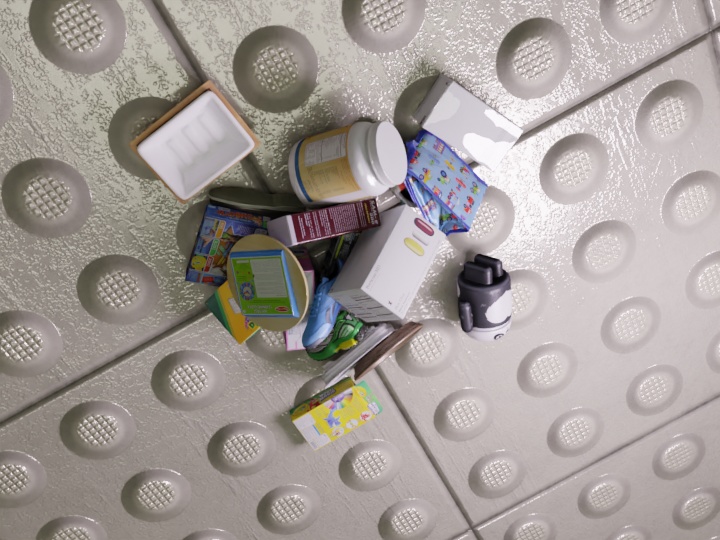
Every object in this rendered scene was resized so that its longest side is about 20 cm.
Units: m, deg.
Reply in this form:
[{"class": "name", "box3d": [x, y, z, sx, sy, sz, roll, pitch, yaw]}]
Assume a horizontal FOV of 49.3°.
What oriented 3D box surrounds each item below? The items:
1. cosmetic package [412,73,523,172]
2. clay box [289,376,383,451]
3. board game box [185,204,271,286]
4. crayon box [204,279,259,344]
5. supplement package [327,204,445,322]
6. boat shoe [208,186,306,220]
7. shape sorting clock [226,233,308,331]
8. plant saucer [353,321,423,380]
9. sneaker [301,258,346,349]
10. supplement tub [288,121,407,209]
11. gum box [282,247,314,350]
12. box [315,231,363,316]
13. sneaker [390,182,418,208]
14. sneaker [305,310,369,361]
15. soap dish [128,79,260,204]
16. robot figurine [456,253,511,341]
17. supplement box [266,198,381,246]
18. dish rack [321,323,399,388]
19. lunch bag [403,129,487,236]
[{"class": "cosmetic package", "box3d": [0.221, -0.304, 1.618, 0.200, 0.081, 0.113, 30, 106, -23]}, {"class": "clay box", "box3d": [-0.056, 0.340, 1.893, 0.200, 0.048, 0.115, -30, 119, 1]}, {"class": "board game box", "box3d": [-0.274, -0.042, 1.617, 0.135, 0.035, 0.200, 12, 134, -19]}, {"class": "crayon box", "box3d": [-0.217, 0.049, 1.611, 0.119, 0.058, 0.200, 49, 122, 0]}, {"class": "supplement package", "box3d": [0.051, -0.011, 1.572, 0.111, 0.156, 0.200, 35, 70, -19]}, {"class": "boat shoe", "box3d": [-0.213, -0.126, 1.607, 0.201, 0.072, 0.061, 7, 124, -10]}, {"class": "shape sorting clock", "box3d": [-0.181, 0.025, 1.525, 0.039, 0.200, 0.200, -25, 132, -53]}, {"class": "plant saucer", "box3d": [0.058, 0.179, 1.778, 0.200, 0.200, 0.029, -41, 81, 9]}, {"class": "sneaker", "box3d": [-0.079, 0.066, 1.622, 0.078, 0.066, 0.200, 43, 66, -31]}, {"class": "supplement tub", "box3d": [-0.025, -0.207, 1.529, 0.200, 0.145, 0.145, -10, 124, 29]}, {"class": "gum box", "box3d": [-0.138, 0.067, 1.697, 0.066, 0.114, 0.201, -5, 117, -11]}, {"class": "box", "box3d": [0.000, 0.000, 1.709, 0.160, 0.044, 0.200, 14, 106, -18]}, {"class": "sneaker", "box3d": [0.076, -0.213, 1.620, 0.070, 0.093, 0.200, -30, 119, 2]}, {"class": "sneaker", "box3d": [-0.065, 0.137, 1.742, 0.085, 0.078, 0.200, 49, 137, -8]}, {"class": "soap dish", "box3d": [-0.319, -0.250, 1.515, 0.200, 0.081, 0.157, -36, 118, 6]}, {"class": "robot figurine", "box3d": [0.285, 0.066, 1.792, 0.150, 0.125, 0.200, -10, 117, -5]}, {"class": "supplement box", "box3d": [-0.073, -0.092, 1.556, 0.200, 0.109, 0.061, -15, 93, -27]}, {"class": "dish rack", "box3d": [-0.006, 0.185, 1.779, 0.200, 0.172, 0.044, -40, 81, 7]}, {"class": "lunch bag", "box3d": [0.158, -0.189, 1.613, 0.094, 0.151, 0.200, -17, 123, 40]}]
